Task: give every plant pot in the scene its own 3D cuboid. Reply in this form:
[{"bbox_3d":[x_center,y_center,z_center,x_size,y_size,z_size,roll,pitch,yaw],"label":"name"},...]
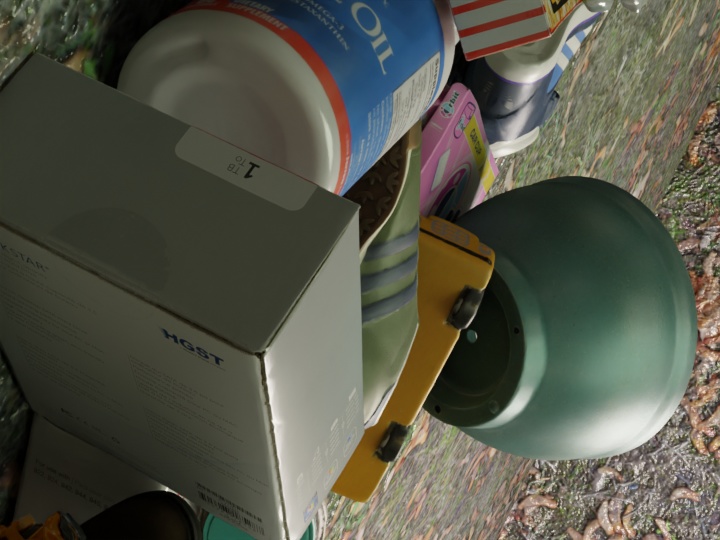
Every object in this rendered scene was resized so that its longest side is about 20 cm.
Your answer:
[{"bbox_3d":[0.107,0.038,1.009,0.134,0.200,0.201,-6,124,-45],"label":"plant pot"}]

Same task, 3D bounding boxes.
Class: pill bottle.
[{"bbox_3d":[-0.021,-0.103,0.721,0.200,0.112,0.112,-50,159,-52],"label":"pill bottle"}]

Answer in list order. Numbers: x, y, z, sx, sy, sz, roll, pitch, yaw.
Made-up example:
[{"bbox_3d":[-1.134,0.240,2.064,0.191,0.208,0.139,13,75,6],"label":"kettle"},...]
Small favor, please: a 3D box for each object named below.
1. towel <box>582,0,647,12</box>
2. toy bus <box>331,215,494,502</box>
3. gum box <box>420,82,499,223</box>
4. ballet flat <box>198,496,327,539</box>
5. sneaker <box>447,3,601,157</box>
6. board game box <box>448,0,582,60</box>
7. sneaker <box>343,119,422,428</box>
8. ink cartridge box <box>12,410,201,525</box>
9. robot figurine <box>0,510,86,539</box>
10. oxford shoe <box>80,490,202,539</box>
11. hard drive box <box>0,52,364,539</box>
[{"bbox_3d":[0.115,-0.261,0.810,0.200,0.048,0.172,57,24,-49],"label":"towel"},{"bbox_3d":[0.017,0.053,0.941,0.078,0.065,0.200,-69,-175,-63],"label":"toy bus"},{"bbox_3d":[0.032,-0.062,1.033,0.114,0.066,0.200,-59,164,-5],"label":"gum box"},{"bbox_3d":[-0.053,0.141,0.810,0.200,0.068,0.067,104,-1,-48],"label":"ballet flat"},{"bbox_3d":[0.136,-0.176,1.196,0.200,0.080,0.147,-57,171,-36],"label":"sneaker"},{"bbox_3d":[0.071,-0.200,0.783,0.200,0.046,0.152,-48,122,-71],"label":"board game box"},{"bbox_3d":[0.000,0.000,0.837,0.090,0.067,0.201,29,72,-63],"label":"sneaker"},{"bbox_3d":[-0.125,0.147,0.833,0.145,0.084,0.200,-37,149,-59],"label":"ink cartridge box"},{"bbox_3d":[-0.185,0.171,0.593,0.200,0.058,0.145,-39,176,1],"label":"robot figurine"},{"bbox_3d":[-0.159,0.175,0.698,0.200,0.073,0.084,-40,157,2],"label":"oxford shoe"},{"bbox_3d":[-0.082,0.023,0.647,0.077,0.156,0.200,-56,163,-26],"label":"hard drive box"}]
